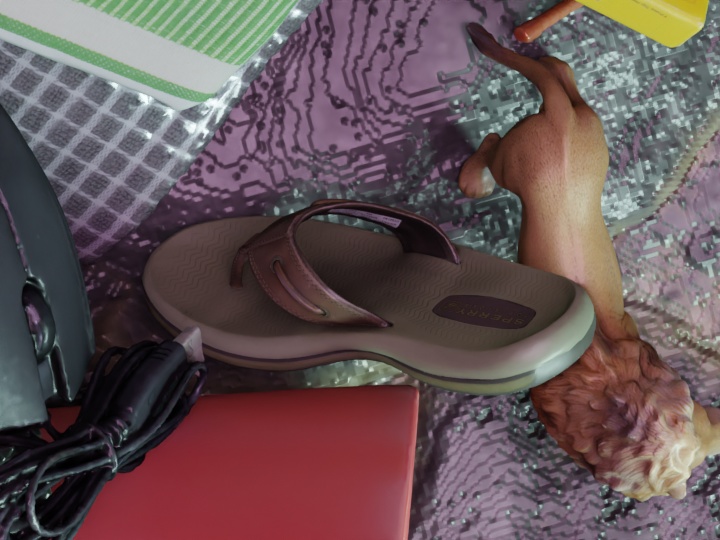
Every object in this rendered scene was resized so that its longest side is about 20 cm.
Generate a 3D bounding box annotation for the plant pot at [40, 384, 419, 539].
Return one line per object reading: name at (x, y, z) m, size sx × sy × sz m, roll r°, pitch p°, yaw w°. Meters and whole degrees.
plant pot at (-0.073, 0.136, 1.081) m, size 0.177 × 0.200 × 0.201 m, roll 6°, pitch 94°, yaw 1°

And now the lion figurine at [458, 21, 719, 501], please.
lion figurine at (0.085, -0.006, 1.117) m, size 0.072 × 0.122 × 0.201 m, roll -21°, pitch 97°, yaw -6°

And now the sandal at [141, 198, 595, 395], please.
sandal at (0.001, -0.001, 1.090) m, size 0.080 × 0.200 × 0.057 m, roll -55°, pitch 137°, yaw -37°

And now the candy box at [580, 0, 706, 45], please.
candy box at (0.051, -0.170, 1.040) m, size 0.199 × 0.026 × 0.103 m, roll 24°, pitch 65°, yaw -20°

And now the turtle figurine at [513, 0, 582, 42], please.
turtle figurine at (0.114, -0.199, 1.132) m, size 0.200 × 0.064 × 0.161 m, roll -37°, pitch 99°, yaw -3°

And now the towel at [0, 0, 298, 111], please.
towel at (-0.063, -0.153, 0.955) m, size 0.152 × 0.023 × 0.200 m, roll 21°, pitch 120°, yaw -29°

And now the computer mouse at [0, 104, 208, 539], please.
computer mouse at (-0.131, -0.007, 0.974) m, size 0.053 × 0.139 × 0.200 m, roll -26°, pitch 102°, yaw 38°

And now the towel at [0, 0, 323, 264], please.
towel at (-0.114, -0.110, 1.045) m, size 0.165 × 0.086 × 0.200 m, roll 29°, pitch 115°, yaw -32°

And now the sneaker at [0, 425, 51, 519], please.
sneaker at (-0.180, 0.048, 1.009) m, size 0.098 × 0.071 × 0.201 m, roll -27°, pitch 80°, yaw 31°
